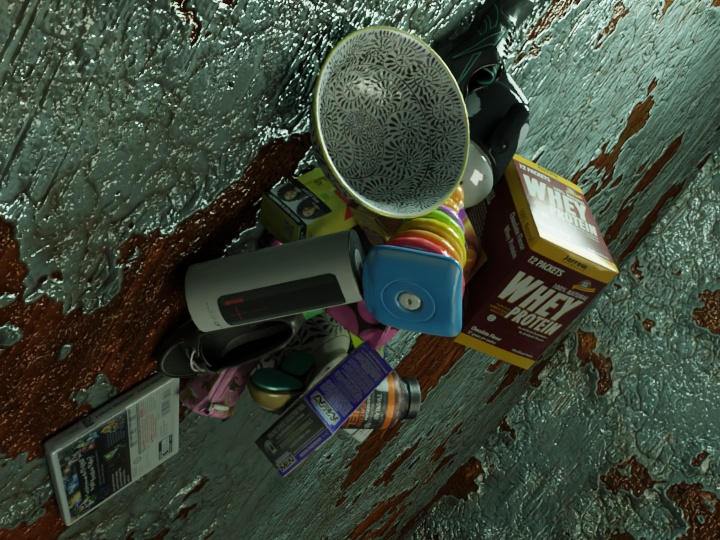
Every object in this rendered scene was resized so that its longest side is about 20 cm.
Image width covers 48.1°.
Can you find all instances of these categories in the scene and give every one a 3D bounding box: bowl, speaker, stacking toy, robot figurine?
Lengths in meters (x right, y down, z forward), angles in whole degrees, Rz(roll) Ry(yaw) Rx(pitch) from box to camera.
[{"bbox_3d":[0.014,-0.151,0.884,0.199,0.203,0.094,-32,-168,-32],"label":"bowl"},{"bbox_3d":[-0.079,0.128,1.220,0.200,0.094,0.202,-38,154,-22],"label":"bowl"},{"bbox_3d":[-0.094,0.012,0.908,0.196,0.083,0.081,-11,159,12],"label":"speaker"},{"bbox_3d":[0.081,-0.035,0.911,0.117,0.108,0.202,83,23,-44],"label":"stacking toy"},{"bbox_3d":[0.148,-0.178,1.080,0.201,0.124,0.151,-55,166,-26],"label":"robot figurine"}]

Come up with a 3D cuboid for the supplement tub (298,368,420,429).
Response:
[{"bbox_3d":[0.000,0.214,1.366,0.196,0.108,0.108,4,134,-18],"label":"supplement tub"}]

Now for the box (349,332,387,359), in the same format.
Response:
[{"bbox_3d":[0.018,0.067,1.280,0.201,0.047,0.124,76,22,-62],"label":"box"}]

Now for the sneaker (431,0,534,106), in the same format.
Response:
[{"bbox_3d":[0.161,-0.279,1.029,0.200,0.079,0.076,-44,156,-13],"label":"sneaker"}]

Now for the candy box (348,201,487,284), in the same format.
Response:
[{"bbox_3d":[0.077,-0.045,1.015,0.117,0.056,0.201,-47,131,-15],"label":"candy box"}]

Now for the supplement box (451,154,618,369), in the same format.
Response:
[{"bbox_3d":[0.221,-0.014,1.131,0.131,0.199,0.201,21,126,-21],"label":"supplement box"}]

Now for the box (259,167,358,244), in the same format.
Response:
[{"bbox_3d":[-0.026,-0.092,0.996,0.198,0.075,0.051,-29,149,-36],"label":"box"}]

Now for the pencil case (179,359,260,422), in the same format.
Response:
[{"bbox_3d":[-0.157,0.098,1.048,0.082,0.086,0.202,11,116,-55],"label":"pencil case"}]

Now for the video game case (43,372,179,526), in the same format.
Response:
[{"bbox_3d":[-0.317,0.231,1.056,0.181,0.023,0.202,-32,153,-34],"label":"video game case"}]

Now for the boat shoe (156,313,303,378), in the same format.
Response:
[{"bbox_3d":[-0.161,0.085,0.965,0.197,0.068,0.057,-22,-158,9],"label":"boat shoe"}]

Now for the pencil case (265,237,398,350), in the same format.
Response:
[{"bbox_3d":[-0.024,0.006,0.998,0.095,0.199,0.091,-59,165,14],"label":"pencil case"}]

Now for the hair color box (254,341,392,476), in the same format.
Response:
[{"bbox_3d":[-0.044,0.179,1.077,0.109,0.065,0.200,-44,174,29],"label":"hair color box"}]

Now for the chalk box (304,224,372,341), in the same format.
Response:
[{"bbox_3d":[0.000,0.000,1.119,0.199,0.124,0.125,-41,157,-16],"label":"chalk box"}]

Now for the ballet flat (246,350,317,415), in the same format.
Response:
[{"bbox_3d":[-0.101,0.156,1.055,0.200,0.068,0.064,-19,129,-75],"label":"ballet flat"}]

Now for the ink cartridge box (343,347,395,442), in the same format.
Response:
[{"bbox_3d":[0.003,0.232,1.532,0.145,0.084,0.200,-46,157,-6],"label":"ink cartridge box"}]
